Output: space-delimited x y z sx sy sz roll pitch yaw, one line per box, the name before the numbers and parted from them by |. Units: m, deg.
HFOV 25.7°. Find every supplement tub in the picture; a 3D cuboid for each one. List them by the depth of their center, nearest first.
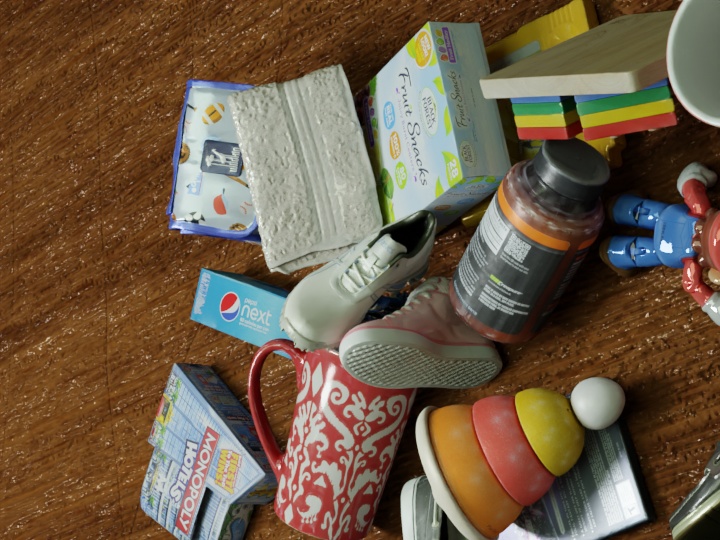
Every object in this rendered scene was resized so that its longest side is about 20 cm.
supplement tub | 0.167 -0.032 1.517 0.107 0.106 0.201 55 136 32

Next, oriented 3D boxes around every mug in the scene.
mug | 0.353 -0.153 1.322 0.133 0.199 0.179 43 113 36
mug | -0.030 0.167 1.692 0.177 0.133 0.202 25 106 40

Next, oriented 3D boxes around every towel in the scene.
towel | -0.056 -0.104 1.650 0.131 0.034 0.202 -15 87 -4

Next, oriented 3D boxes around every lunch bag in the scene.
lunch bag | -0.107 -0.111 1.729 0.124 0.198 0.172 -178 97 -66

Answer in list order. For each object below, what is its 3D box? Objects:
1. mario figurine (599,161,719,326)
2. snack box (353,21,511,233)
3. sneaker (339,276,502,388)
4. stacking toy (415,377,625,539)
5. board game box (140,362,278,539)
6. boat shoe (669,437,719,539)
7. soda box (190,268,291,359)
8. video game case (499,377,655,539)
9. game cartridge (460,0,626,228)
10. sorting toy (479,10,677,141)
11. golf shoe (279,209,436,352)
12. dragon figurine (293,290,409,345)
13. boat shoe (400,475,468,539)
mario figurine | 0.319 -0.023 1.448 0.199 0.106 0.124 12 129 52
snack box | 0.068 -0.138 1.629 0.200 0.067 0.170 -38 60 58
sneaker | 0.049 0.058 1.588 0.075 0.199 0.105 -46 51 36
stacking toy | 0.165 0.161 1.515 0.199 0.146 0.147 -28 65 15
board game box | -0.169 0.241 1.848 0.199 0.061 0.202 28 103 41
boat shoe | 0.345 0.166 1.392 0.201 0.071 0.066 -48 47 26
soda box | -0.103 0.053 1.807 0.199 0.067 0.065 19 97 42
video game case | 0.187 0.210 1.559 0.199 0.019 0.144 -31 64 36
game cartridge | 0.170 -0.158 1.611 0.199 0.032 0.178 -25 69 40
sorting toy | 0.248 -0.175 1.432 0.198 0.199 0.070 6 117 54
golf shoe | 0.000 0.000 1.554 0.078 0.200 0.097 43 143 11
dragon figurine | -0.005 0.044 1.634 0.099 0.200 0.059 25 104 6
boat shoe | 0.086 0.304 1.603 0.063 0.070 0.202 -23 68 39
